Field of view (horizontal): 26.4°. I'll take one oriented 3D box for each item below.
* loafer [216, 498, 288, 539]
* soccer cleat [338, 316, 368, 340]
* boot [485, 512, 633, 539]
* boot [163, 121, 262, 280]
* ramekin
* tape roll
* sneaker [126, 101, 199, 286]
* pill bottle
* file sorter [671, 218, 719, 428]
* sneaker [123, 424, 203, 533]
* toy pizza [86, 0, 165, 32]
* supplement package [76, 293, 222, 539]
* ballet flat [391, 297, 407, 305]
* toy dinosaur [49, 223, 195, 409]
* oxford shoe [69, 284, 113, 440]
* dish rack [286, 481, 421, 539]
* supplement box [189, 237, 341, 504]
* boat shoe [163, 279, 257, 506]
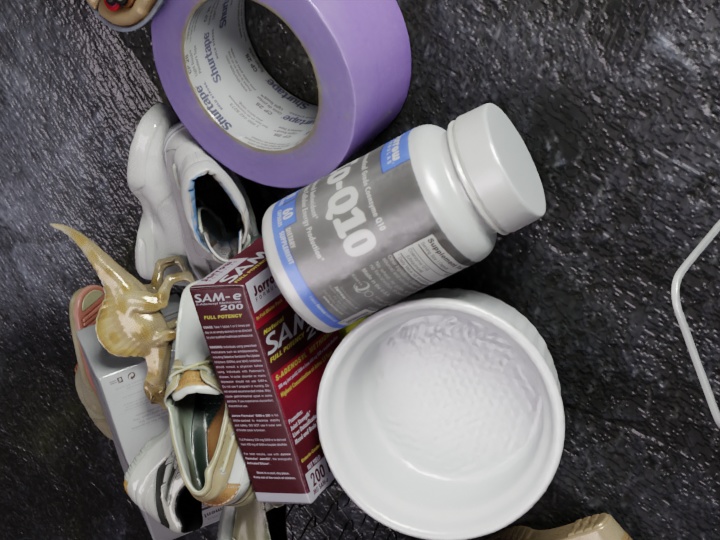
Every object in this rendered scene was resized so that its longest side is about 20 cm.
[{"bbox_3d":[-0.080,0.180,1.369,0.069,0.075,0.201,10,102,21],"label":"loafer"},{"bbox_3d":[0.033,0.116,1.342,0.200,0.084,0.065,49,167,-6],"label":"soccer cleat"},{"bbox_3d":[0.187,0.309,1.374,0.200,0.072,0.167,-22,101,41],"label":"boot"},{"bbox_3d":[-0.123,-0.028,1.339,0.073,0.096,0.200,-20,127,-1],"label":"boot"},{"bbox_3d":[0.071,0.110,1.259,0.200,0.098,0.201,3,103,12],"label":"ramekin"},{"bbox_3d":[-0.064,-0.173,1.224,0.199,0.085,0.201,21,131,26],"label":"tape roll"},{"bbox_3d":[-0.158,-0.065,1.400,0.088,0.075,0.200,17,137,14],"label":"sneaker"},{"bbox_3d":[0.034,-0.042,1.178,0.200,0.114,0.114,-27,102,21],"label":"pill bottle"},{"bbox_3d":[0.331,0.027,1.019,0.199,0.125,0.139,-6,116,41],"label":"file sorter"},{"bbox_3d":[-0.134,0.151,1.406,0.088,0.076,0.200,40,109,28],"label":"sneaker"},{"bbox_3d":[-0.198,-0.291,1.221,0.200,0.032,0.201,13,106,53],"label":"toy pizza"},{"bbox_3d":[-0.190,0.146,1.510,0.114,0.109,0.201,-133,26,-59],"label":"supplement package"},{"bbox_3d":[0.000,0.000,1.319,0.200,0.069,0.071,1,138,43],"label":"ballet flat"},{"bbox_3d":[-0.197,0.028,1.385,0.201,0.101,0.058,63,171,-7],"label":"toy dinosaur"},{"bbox_3d":[-0.277,0.100,1.605,0.074,0.071,0.201,14,128,34],"label":"oxford shoe"},{"bbox_3d":[0.005,0.244,1.442,0.153,0.055,0.200,-36,95,12],"label":"dish rack"},{"bbox_3d":[-0.064,0.082,1.289,0.061,0.109,0.201,-4,112,34],"label":"supplement box"},{"bbox_3d":[-0.127,0.100,1.308,0.075,0.068,0.201,-18,73,24],"label":"boat shoe"}]
